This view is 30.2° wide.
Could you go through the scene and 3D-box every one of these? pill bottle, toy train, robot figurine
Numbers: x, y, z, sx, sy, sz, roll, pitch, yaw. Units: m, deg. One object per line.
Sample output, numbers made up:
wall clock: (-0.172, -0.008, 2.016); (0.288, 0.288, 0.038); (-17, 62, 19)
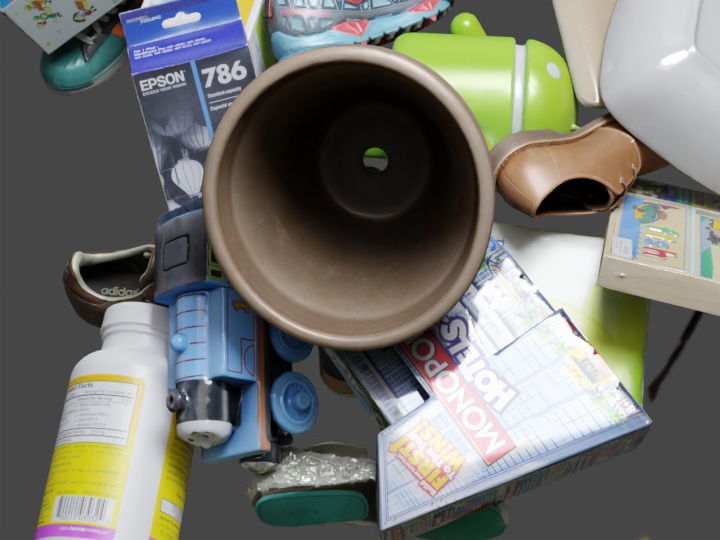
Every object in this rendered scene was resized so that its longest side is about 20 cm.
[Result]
pill bottle: (-0.176, 0.131, 1.000); (0.102, 0.105, 0.203); (5, 65, 6)
toy train: (-0.094, 0.045, 0.985); (0.086, 0.113, 0.203); (-18, 66, 45)
robot figurine: (0.089, -0.134, 1.099); (0.197, 0.117, 0.176); (4, 34, 6)

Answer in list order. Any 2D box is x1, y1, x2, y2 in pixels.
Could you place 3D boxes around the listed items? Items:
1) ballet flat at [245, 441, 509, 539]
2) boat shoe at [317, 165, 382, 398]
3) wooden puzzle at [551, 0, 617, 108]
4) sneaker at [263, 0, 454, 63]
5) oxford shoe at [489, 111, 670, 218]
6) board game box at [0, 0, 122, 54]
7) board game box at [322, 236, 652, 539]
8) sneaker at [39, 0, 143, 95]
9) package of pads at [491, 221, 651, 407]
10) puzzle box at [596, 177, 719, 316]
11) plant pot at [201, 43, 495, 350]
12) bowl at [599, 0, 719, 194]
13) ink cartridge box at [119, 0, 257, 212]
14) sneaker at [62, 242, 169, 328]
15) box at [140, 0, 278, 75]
ballet flat: (0.014, 0.156, 0.999); (0.197, 0.072, 0.073); (3, 65, 5)
boat shoe: (0.000, 0.000, 1.073); (0.073, 0.062, 0.203); (3, 64, 7)
wooden puzzle: (0.243, -0.205, 1.134); (0.197, 0.046, 0.188); (2, 65, -28)
sneaker: (0.002, -0.237, 1.131); (0.199, 0.079, 0.097); (-27, 102, -40)
oxford shoe: (0.190, -0.076, 1.039); (0.198, 0.072, 0.071); (-17, 50, -28)
board game box: (-0.218, -0.300, 1.138); (0.199, 0.064, 0.149); (-33, 47, 14)
board game box: (0.065, 0.093, 0.948); (0.198, 0.062, 0.201); (-32, 69, -14)
sneaker: (-0.219, -0.247, 1.191); (0.071, 0.080, 0.201); (33, 71, 17)
package of pads: (0.125, 0.043, 1.041); (0.197, 0.068, 0.157); (9, 66, 5)
puzzle box: (0.252, -0.020, 1.015); (0.131, 0.026, 0.200); (14, 24, 8)
plant pot: (0.000, -0.066, 0.949); (0.197, 0.175, 0.204); (2, 106, 7)
bowl: (0.297, -0.166, 1.066); (0.198, 0.075, 0.201); (30, 52, -11)
ink cartridge box: (-0.123, -0.117, 1.077); (0.098, 0.203, 0.039); (-15, 21, -3)
sneaker: (-0.141, 0.016, 1.066); (0.197, 0.076, 0.071); (-2, 64, 3)
box: (-0.108, -0.259, 1.173); (0.100, 0.113, 0.202); (11, 65, 11)
